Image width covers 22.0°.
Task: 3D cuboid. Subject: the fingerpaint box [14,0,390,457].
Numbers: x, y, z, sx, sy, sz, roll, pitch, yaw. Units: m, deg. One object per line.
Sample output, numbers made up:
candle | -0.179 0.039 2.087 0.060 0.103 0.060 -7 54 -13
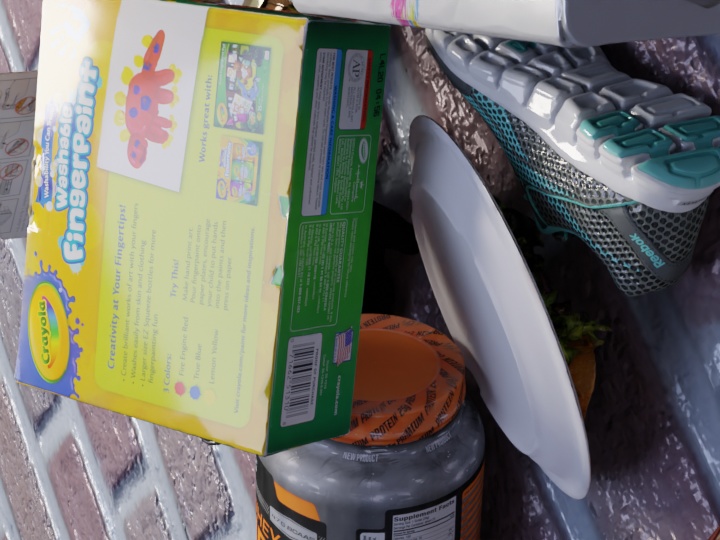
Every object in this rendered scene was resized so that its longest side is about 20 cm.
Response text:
fingerpaint box | -0.079 -0.030 0.900 0.166 0.073 0.201 11 101 34

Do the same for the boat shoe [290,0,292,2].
boat shoe | -0.040 -0.236 0.955 0.071 0.091 0.201 16 108 36

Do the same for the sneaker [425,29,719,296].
sneaker | 0.089 -0.059 0.852 0.200 0.077 0.092 50 147 46

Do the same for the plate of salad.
plate of salad | 0.074 0.014 0.900 0.200 0.048 0.201 156 90 -83

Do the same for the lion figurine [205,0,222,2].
lion figurine | -0.087 -0.157 0.958 0.122 0.073 0.200 27 133 3

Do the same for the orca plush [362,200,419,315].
orca plush | 0.000 0.000 1.022 0.071 0.105 0.201 -7 107 21

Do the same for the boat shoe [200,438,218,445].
boat shoe | -0.064 0.033 1.124 0.073 0.065 0.201 21 135 11

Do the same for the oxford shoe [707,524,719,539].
oxford shoe | 0.161 0.188 0.835 0.075 0.070 0.201 29 127 20

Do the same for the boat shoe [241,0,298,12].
boat shoe | -0.056 -0.086 1.083 0.068 0.072 0.201 59 144 32

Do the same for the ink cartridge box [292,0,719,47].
ink cartridge box | 0.080 -0.145 0.763 0.200 0.144 0.085 21 116 56

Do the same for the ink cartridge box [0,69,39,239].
ink cartridge box | -0.188 -0.089 1.178 0.163 0.199 0.057 115 143 -46

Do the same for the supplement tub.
supplement tub | 0.004 0.132 0.991 0.122 0.122 0.201 39 136 48
